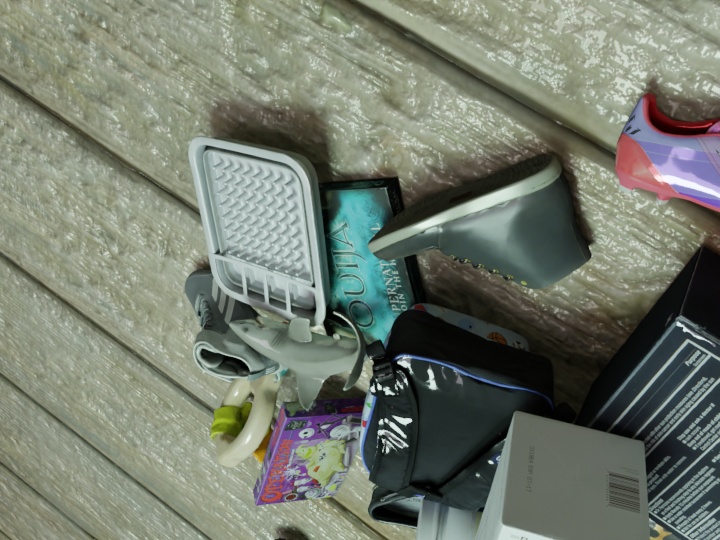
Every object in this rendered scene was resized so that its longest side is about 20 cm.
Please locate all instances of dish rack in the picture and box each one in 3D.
[{"bbox_3d":[-0.101,-0.048,0.791,0.170,0.043,0.202,18,128,32],"label":"dish rack"}]

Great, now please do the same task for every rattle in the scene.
[{"bbox_3d":[-0.099,0.177,0.960,0.142,0.130,0.201,33,103,-13],"label":"rattle"}]

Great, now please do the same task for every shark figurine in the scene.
[{"bbox_3d":[-0.041,0.102,0.763,0.127,0.091,0.213,28,163,-37],"label":"shark figurine"}]

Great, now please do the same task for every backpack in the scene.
[{"bbox_3d":[0.085,0.141,0.737,0.198,0.154,0.192,21,121,2],"label":"backpack"}]

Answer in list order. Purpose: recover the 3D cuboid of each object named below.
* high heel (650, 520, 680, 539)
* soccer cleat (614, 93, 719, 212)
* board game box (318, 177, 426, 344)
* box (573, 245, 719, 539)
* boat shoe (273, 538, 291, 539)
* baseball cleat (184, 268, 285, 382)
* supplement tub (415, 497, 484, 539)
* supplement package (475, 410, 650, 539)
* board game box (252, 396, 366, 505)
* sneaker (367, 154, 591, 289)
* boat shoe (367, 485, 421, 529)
[{"bbox_3d":[0.296,0.288,0.758,0.198,0.072,0.144,24,123,7],"label":"high heel"},{"bbox_3d":[0.290,-0.073,0.540,0.198,0.067,0.077,21,124,24],"label":"soccer cleat"},{"bbox_3d":[0.000,0.000,0.799,0.134,0.028,0.202,1,118,33],"label":"board game box"},{"bbox_3d":[0.310,0.124,0.610,0.197,0.123,0.201,32,133,11],"label":"box"},{"bbox_3d":[-0.073,0.498,1.151,0.202,0.074,0.063,48,172,-17],"label":"boat shoe"},{"bbox_3d":[-0.172,0.061,0.873,0.199,0.106,0.070,31,122,34],"label":"baseball cleat"},{"bbox_3d":[0.157,0.313,0.788,0.197,0.146,0.146,9,125,6],"label":"supplement tub"},{"bbox_3d":[0.159,0.236,0.620,0.108,0.114,0.202,12,131,9],"label":"supplement package"},{"bbox_3d":[-0.064,0.237,0.944,0.119,0.033,0.201,3,133,-19],"label":"board game box"},{"bbox_3d":[0.105,-0.020,0.675,0.198,0.075,0.107,-18,109,31],"label":"sneaker"},{"bbox_3d":[0.096,0.301,0.904,0.197,0.066,0.075,7,121,30],"label":"boat shoe"}]
